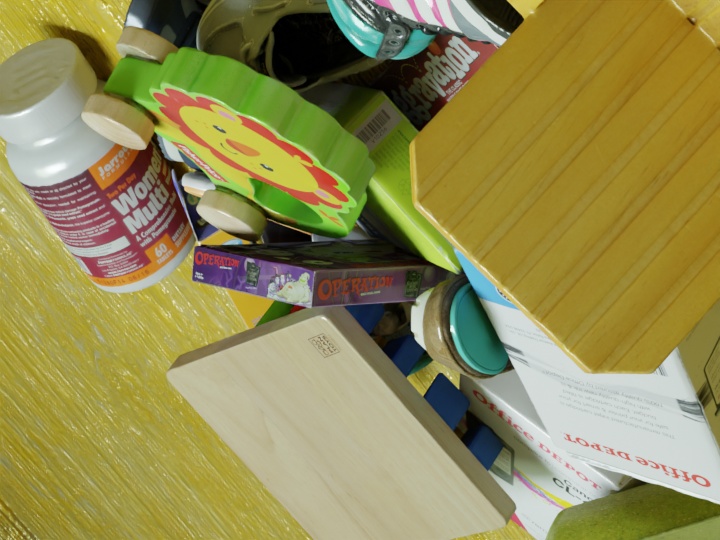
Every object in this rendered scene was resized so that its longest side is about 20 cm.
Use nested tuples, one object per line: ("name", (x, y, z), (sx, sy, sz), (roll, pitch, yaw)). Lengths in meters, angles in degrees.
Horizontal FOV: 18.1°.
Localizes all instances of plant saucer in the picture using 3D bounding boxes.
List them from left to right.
("plant saucer", (0.204, 0.191, 1.548), (0.200, 0.198, 0.048), (87, 165, -63))

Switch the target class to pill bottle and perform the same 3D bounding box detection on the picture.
("pill bottle", (-0.220, -0.085, 1.847), (0.109, 0.110, 0.201), (21, 151, 46))

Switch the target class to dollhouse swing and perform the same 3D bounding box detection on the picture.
("dollhouse swing", (0.146, -0.069, 1.092), (0.200, 0.176, 0.182), (44, 160, -2))

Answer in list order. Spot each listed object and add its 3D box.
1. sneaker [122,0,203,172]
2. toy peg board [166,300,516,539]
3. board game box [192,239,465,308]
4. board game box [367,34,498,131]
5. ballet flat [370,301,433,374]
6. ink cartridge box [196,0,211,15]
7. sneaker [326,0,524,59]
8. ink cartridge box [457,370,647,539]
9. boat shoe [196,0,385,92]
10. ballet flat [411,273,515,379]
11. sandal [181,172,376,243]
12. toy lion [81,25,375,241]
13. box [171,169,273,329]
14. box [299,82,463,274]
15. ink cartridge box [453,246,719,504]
("sneaker", (-0.100, -0.128, 1.507), (0.081, 0.071, 0.200), (22, 159, 19))
("toy peg board", (0.002, 0.092, 1.601), (0.200, 0.098, 0.199), (48, 143, -16))
("board game box", (0.000, 0.000, 1.513), (0.119, 0.199, 0.033), (17, 104, 43))
("board game box", (0.066, -0.104, 1.400), (0.103, 0.019, 0.200), (45, 160, -2))
("ballet flat", (0.045, 0.035, 1.662), (0.074, 0.074, 0.200), (44, 156, -6))
("ink cartridge box", (-0.067, -0.174, 1.483), (0.199, 0.039, 0.100), (10, 141, 56))
("sneaker", (0.049, -0.151, 1.243), (0.199, 0.084, 0.121), (36, 160, 16))
("ink cartridge box", (0.146, 0.122, 1.613), (0.147, 0.086, 0.200), (36, 161, 18))
("boat shoe", (-0.041, -0.144, 1.375), (0.200, 0.072, 0.070), (-12, 125, 46))
("ballet flat", (0.078, 0.032, 1.460), (0.072, 0.069, 0.199), (6, -175, 32))
("sandal", (-0.051, -0.018, 1.627), (0.206, 0.060, 0.079), (19, -179, -37))
("toy lion", (-0.062, -0.075, 1.388), (0.191, 0.069, 0.200), (17, 163, 41))
("box", (-0.089, 0.005, 1.798), (0.201, 0.041, 0.119), (64, 179, -29))
("box", (0.011, -0.065, 1.488), (0.122, 0.048, 0.200), (47, 174, -16))
("ink cartridge box", (0.164, 0.037, 1.384), (0.146, 0.086, 0.201), (15, 148, 38))
